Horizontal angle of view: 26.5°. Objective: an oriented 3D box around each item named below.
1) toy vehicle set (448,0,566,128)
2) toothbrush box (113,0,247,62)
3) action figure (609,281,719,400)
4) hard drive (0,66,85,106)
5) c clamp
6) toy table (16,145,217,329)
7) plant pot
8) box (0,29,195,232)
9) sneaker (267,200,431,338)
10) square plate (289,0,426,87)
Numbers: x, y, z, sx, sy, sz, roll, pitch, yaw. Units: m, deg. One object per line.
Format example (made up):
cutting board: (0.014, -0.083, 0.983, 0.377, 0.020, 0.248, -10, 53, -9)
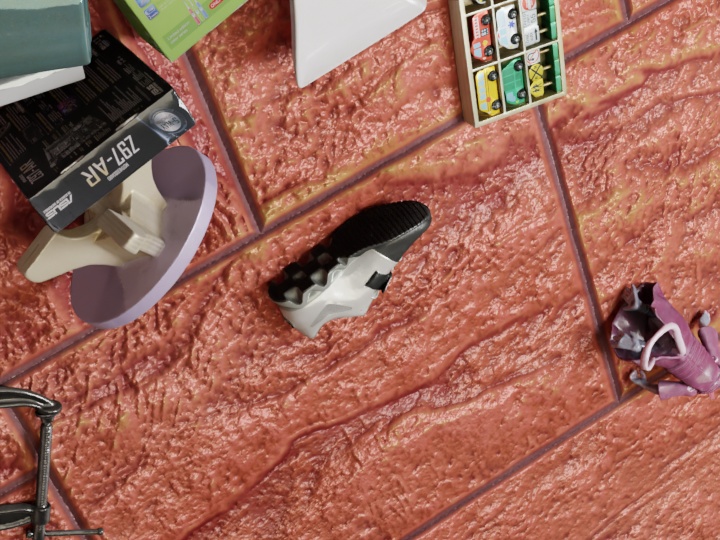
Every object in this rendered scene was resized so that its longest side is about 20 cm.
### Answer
toy vehicle set: (0.160, -0.268, 1.672, 0.123, 0.026, 0.201, -22, 122, -19)
toothbrush box: (-0.188, -0.320, 1.414, 0.145, 0.086, 0.200, -41, 127, -6)
action figure: (0.409, 0.100, 1.925, 0.199, 0.149, 0.134, 36, 87, -23)
hard drive: (-0.359, -0.169, 1.361, 0.199, 0.132, 0.027, -21, 122, -19)
c clamp: (-0.358, 0.205, 1.612, 0.169, 0.027, 0.202, -7, 118, -21)
toy table: (-0.237, -0.049, 1.472, 0.117, 0.183, 0.201, 34, 82, -52)
plant pot: (-0.327, -0.240, 1.273, 0.194, 0.201, 0.202, -6, 117, -8)
box: (-0.255, -0.132, 1.395, 0.160, 0.200, 0.044, -39, 125, -8)
sneaker: (0.000, 0.000, 1.687, 0.199, 0.074, 0.089, -33, 125, 0)
square plate: (-0.007, -0.308, 1.514, 0.198, 0.028, 0.201, -37, 141, -34)
